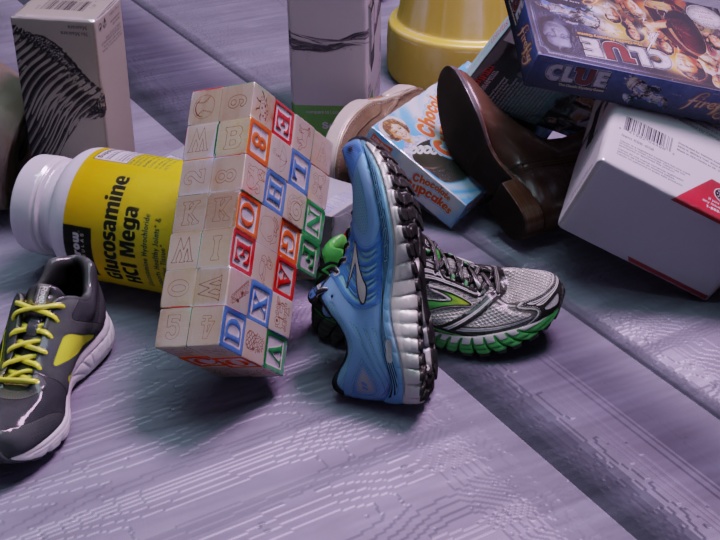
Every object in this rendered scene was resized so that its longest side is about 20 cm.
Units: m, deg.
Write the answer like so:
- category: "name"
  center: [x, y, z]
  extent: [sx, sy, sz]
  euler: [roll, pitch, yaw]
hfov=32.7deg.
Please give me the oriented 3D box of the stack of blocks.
- category: "stack of blocks"
  center: [-0.084, -0.024, 0.921]
  extent: [0.058, 0.115, 0.201]
  euler: [-4, 69, 29]

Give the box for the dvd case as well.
- category: "dvd case"
  center: [0.211, -0.180, 1.179]
  extent: [0.199, 0.146, 0.022]
  euler: [16, 60, -14]

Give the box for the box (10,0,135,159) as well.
- category: "box"
  center: [-0.256, -0.145, 1.116]
  extent: [0.082, 0.201, 0.068]
  euler: [4, 31, 9]

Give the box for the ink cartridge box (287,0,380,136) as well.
- category: "ink cartridge box"
  center: [-0.025, -0.254, 1.300]
  extent: [0.084, 0.201, 0.146]
  euler: [3, 31, 6]

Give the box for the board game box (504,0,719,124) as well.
- category: "board game box"
  center: [0.229, -0.194, 1.057]
  extent: [0.199, 0.035, 0.136]
  euler: [9, 45, -13]

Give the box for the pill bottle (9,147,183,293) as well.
- category: "pill bottle"
  center: [-0.185, -0.042, 1.026]
  extent: [0.199, 0.113, 0.112]
  euler: [10, 32, 18]

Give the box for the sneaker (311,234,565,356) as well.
- category: "sneaker"
  center: [0.060, 0.014, 0.957]
  extent: [0.199, 0.085, 0.078]
  euler: [1, 30, 1]

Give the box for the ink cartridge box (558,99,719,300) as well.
- category: "ink cartridge box"
  center: [0.267, -0.092, 1.062]
  extent: [0.144, 0.084, 0.200]
  euler: [27, 44, -1]

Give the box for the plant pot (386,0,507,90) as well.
- category: "plant pot"
  center: [0.131, -0.323, 1.429]
  extent: [0.200, 0.189, 0.201]
  euler: [1, 30, 0]

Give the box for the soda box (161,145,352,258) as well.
- category: "soda box"
  center: [-0.087, -0.055, 1.092]
  extent: [0.200, 0.068, 0.063]
  euler: [19, 34, 29]

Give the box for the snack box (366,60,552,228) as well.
- category: "snack box"
  center: [0.097, -0.127, 1.197]
  extent: [0.116, 0.037, 0.200]
  euler: [40, 42, 9]

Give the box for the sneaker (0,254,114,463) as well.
- category: "sneaker"
  center: [-0.237, 0.059, 0.883]
  extent: [0.074, 0.085, 0.200]
  euler: [2, 30, 6]

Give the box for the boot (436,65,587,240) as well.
- category: "boot"
  center: [0.187, -0.128, 1.152]
  extent: [0.199, 0.064, 0.187]
  euler: [-18, 76, -27]

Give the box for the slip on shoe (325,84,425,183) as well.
- category: "slip on shoe"
  center: [0.027, -0.134, 1.228]
  extent: [0.060, 0.076, 0.200]
  euler: [19, 28, 22]

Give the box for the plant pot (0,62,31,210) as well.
- category: "plant pot"
  center: [-0.393, -0.137, 1.145]
  extent: [0.173, 0.200, 0.200]
  euler: [20, 32, -1]

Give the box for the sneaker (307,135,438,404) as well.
- category: "sneaker"
  center: [0.000, 0.000, 0.897]
  extent: [0.090, 0.201, 0.078]
  euler: [-7, -8, 14]
